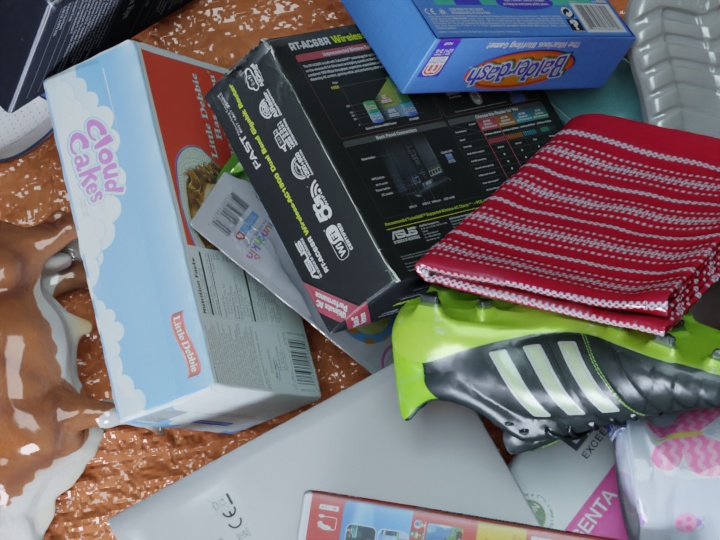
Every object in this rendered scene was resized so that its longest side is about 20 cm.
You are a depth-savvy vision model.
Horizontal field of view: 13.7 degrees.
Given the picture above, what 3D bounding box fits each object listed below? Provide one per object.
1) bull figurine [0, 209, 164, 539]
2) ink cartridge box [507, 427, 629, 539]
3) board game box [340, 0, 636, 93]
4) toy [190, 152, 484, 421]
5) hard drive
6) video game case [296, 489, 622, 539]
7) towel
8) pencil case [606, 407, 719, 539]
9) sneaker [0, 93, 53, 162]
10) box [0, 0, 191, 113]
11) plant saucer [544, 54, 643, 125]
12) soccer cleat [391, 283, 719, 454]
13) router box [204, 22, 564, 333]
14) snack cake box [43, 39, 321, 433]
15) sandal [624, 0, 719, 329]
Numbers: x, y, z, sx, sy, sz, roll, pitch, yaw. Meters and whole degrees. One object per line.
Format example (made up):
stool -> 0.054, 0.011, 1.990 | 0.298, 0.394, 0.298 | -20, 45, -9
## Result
bull figurine -> -0.176, 0.061, 1.669 | 0.121, 0.065, 0.201 | -11, 77, -4
ink cartridge box -> 0.159, 0.138, 1.626 | 0.165, 0.075, 0.200 | 36, 81, 9
board game box -> 0.041, -0.184, 1.659 | 0.152, 0.045, 0.200 | -4, 50, -40
toy -> 0.000, 0.000, 1.657 | 0.200, 0.047, 0.115 | 42, 58, -16
hard drive -> -0.016, 0.141, 1.581 | 0.200, 0.026, 0.132 | -28, 70, -5
video game case -> 0.058, 0.198, 1.524 | 0.199, 0.017, 0.144 | 9, 89, 7
towel -> 0.135, -0.029, 1.566 | 0.144, 0.200, 0.023 | 12, 120, 25
pencil case -> 0.229, 0.100, 1.552 | 0.199, 0.091, 0.083 | -5, 115, 2
sneaker -> -0.249, -0.096, 1.685 | 0.199, 0.115, 0.081 | -29, 77, -4
box -> -0.188, -0.221, 1.683 | 0.200, 0.104, 0.182 | 45, 53, 12
plant saucer -> 0.096, -0.139, 1.729 | 0.200, 0.019, 0.070 | 41, 81, 13
soccer cleat -> 0.112, 0.055, 1.520 | 0.199, 0.068, 0.081 | 8, 111, 18
router box -> 0.030, -0.060, 1.627 | 0.200, 0.062, 0.150 | -14, 72, -47
snack cake box -> -0.099, -0.016, 1.649 | 0.067, 0.115, 0.201 | -22, 74, 27
sandal -> 0.187, -0.066, 1.689 | 0.082, 0.050, 0.204 | -5, 91, -19
